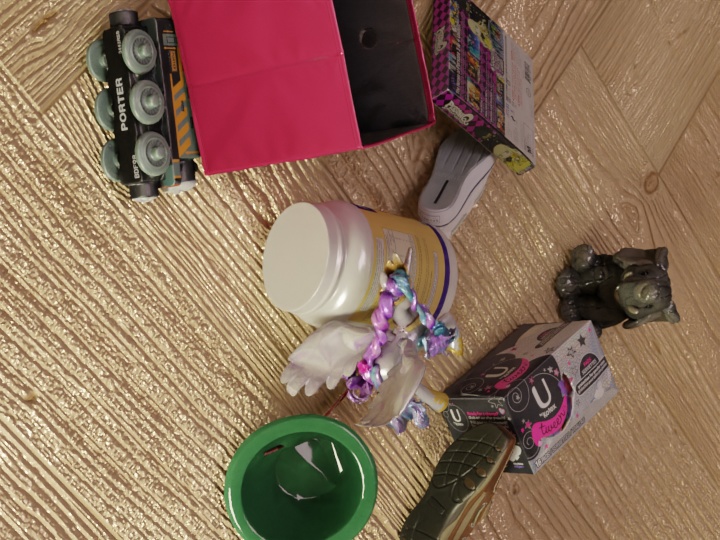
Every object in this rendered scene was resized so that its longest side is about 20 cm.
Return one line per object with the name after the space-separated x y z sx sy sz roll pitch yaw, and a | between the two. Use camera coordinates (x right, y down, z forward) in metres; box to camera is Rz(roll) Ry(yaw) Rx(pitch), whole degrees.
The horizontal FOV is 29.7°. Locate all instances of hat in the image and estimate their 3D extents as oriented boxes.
-0.062 0.223 1.589 0.197 0.176 0.168 -16 101 -3 | hat

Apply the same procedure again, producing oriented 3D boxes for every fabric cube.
-0.059 -0.226 1.470 0.196 0.197 0.203 -27 107 -59 | fabric cube

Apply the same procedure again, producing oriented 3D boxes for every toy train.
-0.221 -0.176 1.443 0.113 0.084 0.204 -10 93 -51 | toy train

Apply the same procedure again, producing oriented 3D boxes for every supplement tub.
0.000 0.000 1.577 0.198 0.144 0.148 12 78 -40 | supplement tub

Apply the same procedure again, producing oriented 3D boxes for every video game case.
0.161 -0.249 1.766 0.181 0.036 0.202 35 42 -34 | video game case

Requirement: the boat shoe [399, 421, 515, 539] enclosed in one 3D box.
0.126 0.277 1.681 0.073 0.076 0.201 24 106 -45 | boat shoe

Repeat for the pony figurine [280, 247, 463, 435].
0.033 0.096 1.489 0.194 0.165 0.201 -55 143 -17 | pony figurine

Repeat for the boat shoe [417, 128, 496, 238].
0.123 -0.112 1.755 0.200 0.073 0.067 -52 151 -39 | boat shoe

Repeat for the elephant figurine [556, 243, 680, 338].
0.381 0.030 1.873 0.142 0.198 0.156 51 57 -25 | elephant figurine

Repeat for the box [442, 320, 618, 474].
0.219 0.160 1.764 0.199 0.131 0.116 -36 108 -36 | box
